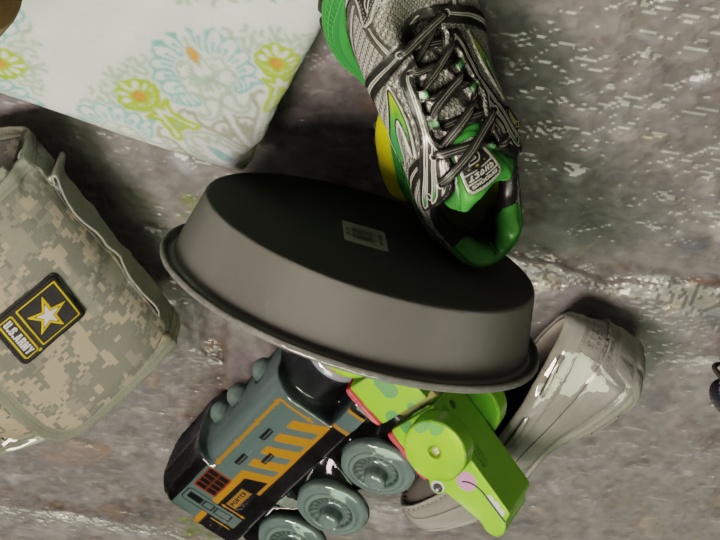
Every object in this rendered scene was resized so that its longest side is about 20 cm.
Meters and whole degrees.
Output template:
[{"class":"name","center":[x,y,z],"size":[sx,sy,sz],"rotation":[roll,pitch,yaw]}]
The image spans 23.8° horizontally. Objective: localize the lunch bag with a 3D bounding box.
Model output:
[{"class":"lunch bag","center":[-0.218,0.017,0.949],"size":[0.198,0.118,0.164],"rotation":[-18,133,19]}]

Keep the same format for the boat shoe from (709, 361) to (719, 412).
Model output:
[{"class":"boat shoe","center":[0.233,0.070,0.975],"size":[0.065,0.071,0.201],"rotation":[-7,144,14]}]

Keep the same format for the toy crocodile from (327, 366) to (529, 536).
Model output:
[{"class":"toy crocodile","center":[0.023,0.063,0.951],"size":[0.062,0.068,0.201],"rotation":[-34,99,34]}]

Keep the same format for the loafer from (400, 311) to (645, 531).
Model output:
[{"class":"loafer","center":[0.084,0.088,1.019],"size":[0.069,0.070,0.200],"rotation":[32,126,-19]}]

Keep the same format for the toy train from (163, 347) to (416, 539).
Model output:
[{"class":"toy train","center":[-0.037,0.106,1.048],"size":[0.113,0.086,0.200],"rotation":[33,134,-12]}]

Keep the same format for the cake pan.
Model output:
[{"class":"cake pan","center":[0.000,0.000,0.850],"size":[0.198,0.201,0.037],"rotation":[15,107,-8]}]

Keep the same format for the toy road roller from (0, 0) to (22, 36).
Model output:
[{"class":"toy road roller","center":[-0.222,-0.165,0.679],"size":[0.145,0.202,0.123],"rotation":[11,145,-39]}]

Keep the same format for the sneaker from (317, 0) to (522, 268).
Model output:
[{"class":"sneaker","center":[0.042,-0.083,0.799],"size":[0.078,0.085,0.201],"rotation":[-31,138,-6]}]

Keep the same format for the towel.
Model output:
[{"class":"towel","center":[-0.100,-0.137,0.803],"size":[0.170,0.049,0.200],"rotation":[21,138,-13]}]
